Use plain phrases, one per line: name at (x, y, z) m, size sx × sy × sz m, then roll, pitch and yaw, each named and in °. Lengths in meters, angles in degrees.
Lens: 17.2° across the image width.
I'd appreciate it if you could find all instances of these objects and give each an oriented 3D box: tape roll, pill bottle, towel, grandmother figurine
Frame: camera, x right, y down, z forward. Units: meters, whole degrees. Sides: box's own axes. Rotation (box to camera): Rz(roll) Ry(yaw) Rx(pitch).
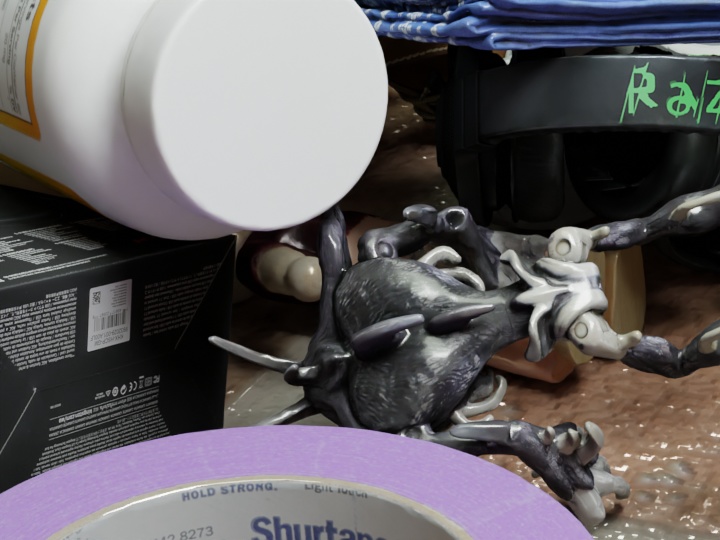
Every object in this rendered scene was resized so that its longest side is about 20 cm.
tape roll at (-0.030, 0.117, 0.636) m, size 0.198 × 0.066 × 0.200 m, roll -2°, pitch 26°, yaw 1°
pill bottle at (-0.071, -0.072, 0.817) m, size 0.110 × 0.112 × 0.200 m, roll -15°, pitch 18°, yaw -24°
towel at (0.055, -0.098, 0.852) m, size 0.144 × 0.024 × 0.200 m, roll -4°, pitch 10°, yaw -27°
grandmother figurine at (0.000, 0.000, 0.897) m, size 0.198 × 0.061 × 0.121 m, roll 8°, pitch 0°, yaw 29°

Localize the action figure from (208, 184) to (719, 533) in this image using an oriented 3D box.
action figure at (0.058, 0.024, 0.763) m, size 0.198 × 0.102 × 0.120 m, roll -16°, pitch 64°, yaw 13°

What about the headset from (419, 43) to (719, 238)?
headset at (0.078, -0.061, 0.849) m, size 0.122 × 0.095 × 0.200 m, roll 3°, pitch -7°, yaw -22°

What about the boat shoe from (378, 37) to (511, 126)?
boat shoe at (0.047, -0.102, 1.063) m, size 0.075 × 0.075 × 0.200 m, roll -1°, pitch 13°, yaw 32°

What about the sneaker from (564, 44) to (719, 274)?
sneaker at (0.167, -0.044, 0.964) m, size 0.199 × 0.071 × 0.100 m, roll 0°, pitch 46°, yaw -35°

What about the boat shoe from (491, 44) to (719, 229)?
boat shoe at (0.093, -0.080, 1.024) m, size 0.068 × 0.074 × 0.199 m, roll 1°, pitch 35°, yaw 45°

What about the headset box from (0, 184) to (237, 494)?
headset box at (-0.166, 0.014, 0.822) m, size 0.199 × 0.078 × 0.148 m, roll 11°, pitch 13°, yaw 29°

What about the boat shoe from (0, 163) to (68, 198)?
boat shoe at (-0.193, -0.026, 0.952) m, size 0.198 × 0.072 × 0.065 m, roll -6°, pitch 15°, yaw 18°
